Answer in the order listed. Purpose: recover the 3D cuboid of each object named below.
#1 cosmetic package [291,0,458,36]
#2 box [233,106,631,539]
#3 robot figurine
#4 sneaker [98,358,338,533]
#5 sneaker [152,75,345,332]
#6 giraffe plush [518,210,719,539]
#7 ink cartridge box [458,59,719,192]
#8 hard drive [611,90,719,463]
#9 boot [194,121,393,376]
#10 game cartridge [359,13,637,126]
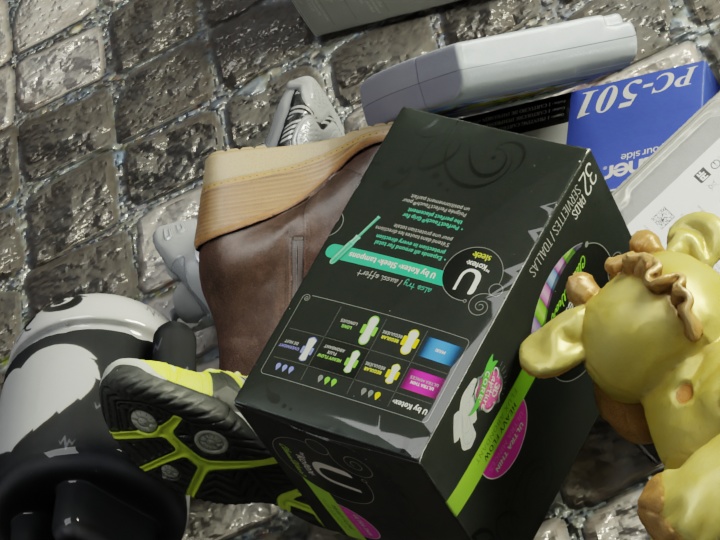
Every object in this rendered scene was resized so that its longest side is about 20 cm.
[{"bbox_3d":[0.045,-0.246,1.769,0.200,0.090,0.107,-15,41,26],"label":"cosmetic package"},{"bbox_3d":[0.050,0.041,1.356,0.124,0.149,0.200,15,65,32],"label":"box"},{"bbox_3d":[-0.164,0.106,1.537,0.150,0.125,0.200,-5,46,6],"label":"robot figurine"},{"bbox_3d":[-0.056,0.092,1.459,0.075,0.200,0.076,124,163,-45],"label":"sneaker"},{"bbox_3d":[-0.072,-0.042,1.656,0.115,0.075,0.200,-14,48,19],"label":"sneaker"},{"bbox_3d":[0.170,0.064,1.274,0.172,0.200,0.162,-18,47,-40],"label":"giraffe plush"},{"bbox_3d":[0.126,-0.063,1.568,0.200,0.044,0.094,-12,47,24],"label":"ink cartridge box"},{"bbox_3d":[0.194,-0.005,1.435,0.200,0.038,0.140,-43,51,3],"label":"hard drive"},{"bbox_3d":[0.000,0.000,1.537,0.200,0.072,0.167,-8,79,7],"label":"boot"},{"bbox_3d":[0.074,-0.119,1.555,0.133,0.041,0.200,-9,-1,-16],"label":"game cartridge"}]
